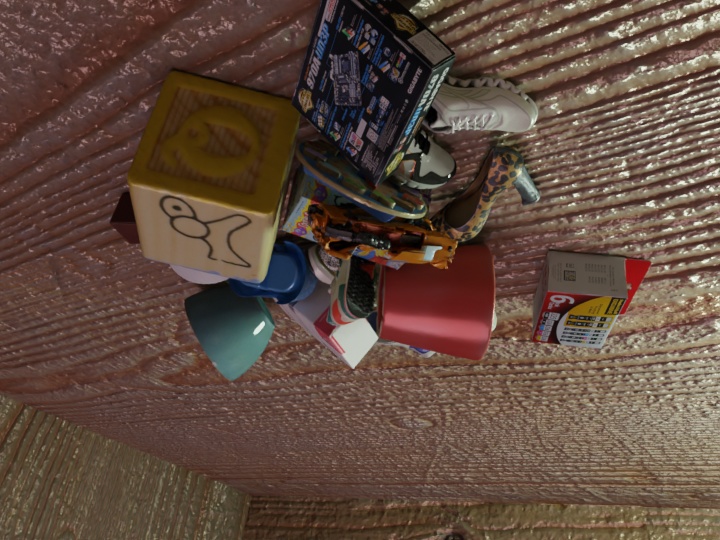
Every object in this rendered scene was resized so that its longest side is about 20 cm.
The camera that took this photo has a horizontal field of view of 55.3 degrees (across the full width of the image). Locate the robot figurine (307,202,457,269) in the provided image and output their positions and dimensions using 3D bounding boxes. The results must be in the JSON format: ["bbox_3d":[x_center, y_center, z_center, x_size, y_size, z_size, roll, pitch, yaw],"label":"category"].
[{"bbox_3d":[0.022,-0.048,0.930,0.198,0.059,0.145,5,-161,-21],"label":"robot figurine"}]

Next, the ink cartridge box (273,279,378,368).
[{"bbox_3d":[-0.077,0.078,1.315,0.199,0.085,0.146,33,165,33],"label":"ink cartridge box"}]

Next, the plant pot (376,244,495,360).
[{"bbox_3d":[0.120,0.048,1.163,0.176,0.202,0.201,5,151,-2],"label":"plant pot"}]

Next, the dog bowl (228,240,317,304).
[{"bbox_3d":[-0.159,0.000,1.254,0.199,0.112,0.049,8,180,36],"label":"dog bowl"}]

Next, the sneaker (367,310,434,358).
[{"bbox_3d":[0.108,0.145,1.474,0.198,0.081,0.115,0,148,15],"label":"sneaker"}]

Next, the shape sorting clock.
[{"bbox_3d":[0.003,-0.128,0.937,0.199,0.200,0.039,23,113,-23],"label":"shape sorting clock"}]

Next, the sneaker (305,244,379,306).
[{"bbox_3d":[0.000,0.000,1.216,0.199,0.077,0.088,27,129,-37],"label":"sneaker"}]

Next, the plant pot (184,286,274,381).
[{"bbox_3d":[-0.261,0.113,1.454,0.134,0.201,0.200,-29,145,-1],"label":"plant pot"}]

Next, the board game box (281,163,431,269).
[{"bbox_3d":[-0.005,-0.095,1.056,0.199,0.106,0.103,18,150,-16],"label":"board game box"}]

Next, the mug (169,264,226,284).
[{"bbox_3d":[-0.275,-0.071,1.171,0.200,0.148,0.175,52,147,-9],"label":"mug"}]

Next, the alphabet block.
[{"bbox_3d":[-0.201,-0.125,0.973,0.194,0.198,0.200,12,151,-7],"label":"alphabet block"}]

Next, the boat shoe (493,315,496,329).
[{"bbox_3d":[0.176,0.063,1.332,0.200,0.070,0.071,29,157,-24],"label":"boat shoe"}]

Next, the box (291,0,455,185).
[{"bbox_3d":[0.006,-0.217,0.796,0.159,0.046,0.200,45,146,11],"label":"box"}]

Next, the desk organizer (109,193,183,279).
[{"bbox_3d":[-0.369,-0.060,1.272,0.076,0.072,0.200,2,150,19],"label":"desk organizer"}]

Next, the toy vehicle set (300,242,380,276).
[{"bbox_3d":[-0.014,0.005,1.319,0.123,0.027,0.200,-8,146,29],"label":"toy vehicle set"}]

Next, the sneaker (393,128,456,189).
[{"bbox_3d":[0.054,-0.176,0.927,0.199,0.074,0.080,23,147,-23],"label":"sneaker"}]

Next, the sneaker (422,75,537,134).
[{"bbox_3d":[0.124,-0.201,0.855,0.198,0.082,0.075,13,149,-8],"label":"sneaker"}]

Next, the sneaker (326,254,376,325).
[{"bbox_3d":[-0.018,0.001,1.129,0.070,0.201,0.093,29,141,-28],"label":"sneaker"}]

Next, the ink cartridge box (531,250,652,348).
[{"bbox_3d":[0.405,0.057,1.219,0.174,0.084,0.200,5,150,9],"label":"ink cartridge box"}]

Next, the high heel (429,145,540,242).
[{"bbox_3d":[0.150,-0.111,1.002,0.199,0.072,0.142,-24,146,21],"label":"high heel"}]
